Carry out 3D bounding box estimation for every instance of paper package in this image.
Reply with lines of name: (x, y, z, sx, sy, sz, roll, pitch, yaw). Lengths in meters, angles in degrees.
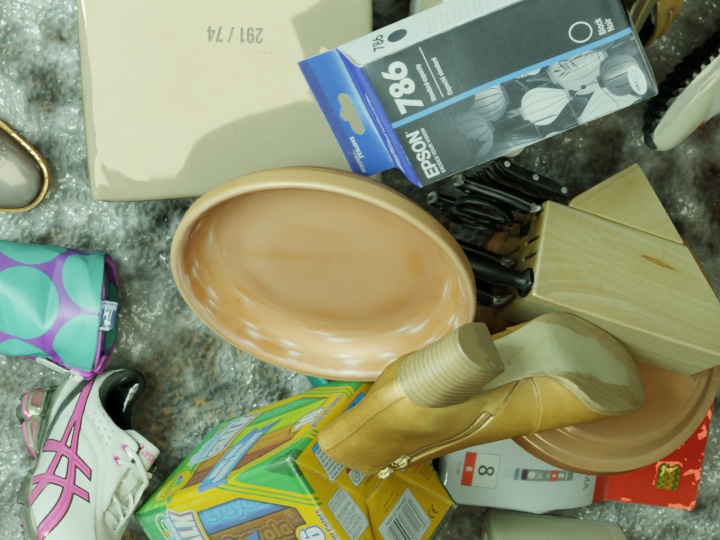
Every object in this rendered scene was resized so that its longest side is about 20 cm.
paper package: (-0.088, -0.149, 1.503, 0.199, 0.103, 0.191, -4, 104, -5)

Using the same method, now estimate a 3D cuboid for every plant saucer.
plant saucer: (-0.021, -0.002, 1.446, 0.199, 0.038, 0.200, 9, 142, 7)
plant saucer: (0.165, 0.041, 1.561, 0.200, 0.032, 0.201, 5, 75, -19)

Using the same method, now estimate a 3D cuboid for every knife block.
knife block: (0.132, 0.012, 1.503, 0.175, 0.064, 0.200, -30, 89, -24)

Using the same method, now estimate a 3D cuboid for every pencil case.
pencil case: (-0.266, 0.025, 1.538, 0.199, 0.085, 0.093, 4, 74, -6)

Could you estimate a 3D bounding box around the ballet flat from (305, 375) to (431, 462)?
ballet flat: (0.012, 0.093, 1.595, 0.074, 0.074, 0.200, -32, 108, 3)

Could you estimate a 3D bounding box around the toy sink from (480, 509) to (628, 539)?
toy sink: (0.137, 0.266, 1.578, 0.112, 0.200, 0.131, 7, 104, -7)

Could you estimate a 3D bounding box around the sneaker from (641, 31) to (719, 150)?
sneaker: (0.288, -0.139, 1.557, 0.200, 0.070, 0.093, -45, 98, 4)

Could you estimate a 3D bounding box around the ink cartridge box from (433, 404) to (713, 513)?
ink cartridge box: (0.160, 0.097, 1.616, 0.199, 0.050, 0.163, 7, 103, -4)

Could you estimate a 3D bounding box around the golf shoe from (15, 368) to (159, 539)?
golf shoe: (-0.182, 0.143, 1.518, 0.092, 0.200, 0.073, -21, 135, 11)

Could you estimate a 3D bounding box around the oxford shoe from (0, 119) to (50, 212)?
oxford shoe: (-0.304, -0.087, 1.512, 0.199, 0.073, 0.071, 23, 100, -11)

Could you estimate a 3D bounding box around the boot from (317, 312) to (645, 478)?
boot: (0.078, 0.089, 1.477, 0.201, 0.071, 0.144, 10, 144, -43)

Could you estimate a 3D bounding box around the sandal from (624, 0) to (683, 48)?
sandal: (0.194, -0.194, 1.541, 0.054, 0.080, 0.200, 29, 96, -33)

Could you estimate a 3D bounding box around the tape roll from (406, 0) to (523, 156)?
tape roll: (0.079, -0.176, 1.462, 0.070, 0.202, 0.203, 6, 104, -8)

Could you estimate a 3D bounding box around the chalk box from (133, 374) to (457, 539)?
chalk box: (-0.060, 0.171, 1.555, 0.200, 0.125, 0.124, -22, 106, 37)

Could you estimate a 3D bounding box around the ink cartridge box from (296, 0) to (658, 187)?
ink cartridge box: (0.070, -0.116, 1.358, 0.199, 0.039, 0.100, -21, 124, 12)
